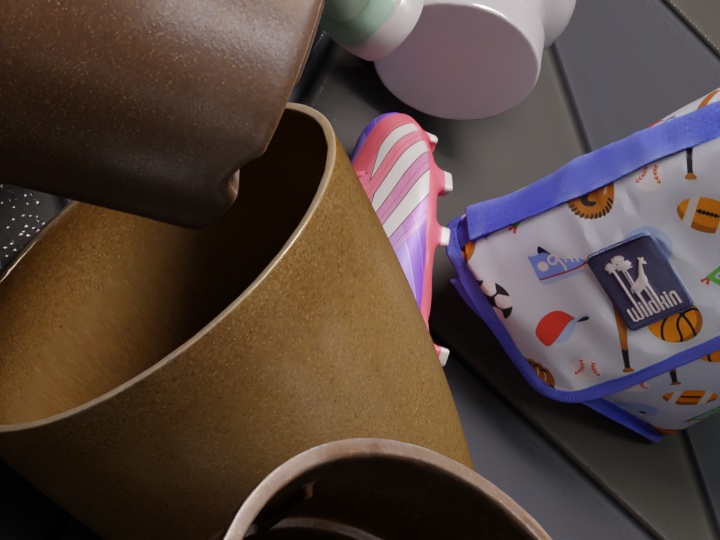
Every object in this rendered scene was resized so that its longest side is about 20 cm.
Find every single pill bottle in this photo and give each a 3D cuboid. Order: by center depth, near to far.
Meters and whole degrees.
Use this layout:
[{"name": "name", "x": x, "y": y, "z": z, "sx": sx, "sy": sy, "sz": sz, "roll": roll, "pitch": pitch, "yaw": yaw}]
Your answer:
[{"name": "pill bottle", "x": 0.062, "y": -0.180, "z": 1.278, "sx": 0.113, "sy": 0.113, "sz": 0.200, "roll": 32, "pitch": 47, "yaw": -25}]

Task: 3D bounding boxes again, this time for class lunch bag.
[{"name": "lunch bag", "x": 0.159, "y": -0.006, "z": 1.193, "sx": 0.200, "sy": 0.170, "sz": 0.124, "roll": 32, "pitch": 42, "yaw": -49}]

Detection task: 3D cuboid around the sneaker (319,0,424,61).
[{"name": "sneaker", "x": -0.045, "y": -0.190, "z": 1.202, "sx": 0.118, "sy": 0.074, "sz": 0.201, "roll": 16, "pitch": 41, "yaw": -44}]

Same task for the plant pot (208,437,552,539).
[{"name": "plant pot", "x": -0.035, "y": 0.189, "z": 0.889, "sx": 0.200, "sy": 0.198, "sz": 0.201, "roll": 24, "pitch": 51, "yaw": -33}]

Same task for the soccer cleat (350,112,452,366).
[{"name": "soccer cleat", "x": 0.000, "y": 0.000, "z": 1.148, "sx": 0.076, "sy": 0.067, "sz": 0.200, "roll": 9, "pitch": 51, "yaw": -12}]

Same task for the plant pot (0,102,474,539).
[{"name": "plant pot", "x": -0.036, "y": 0.067, "z": 1.000, "sx": 0.200, "sy": 0.186, "sz": 0.187, "roll": 53, "pitch": 39, "yaw": -25}]

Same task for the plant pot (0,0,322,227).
[{"name": "plant pot", "x": -0.126, "y": -0.115, "z": 0.893, "sx": 0.198, "sy": 0.200, "sz": 0.201, "roll": 19, "pitch": 52, "yaw": -18}]
